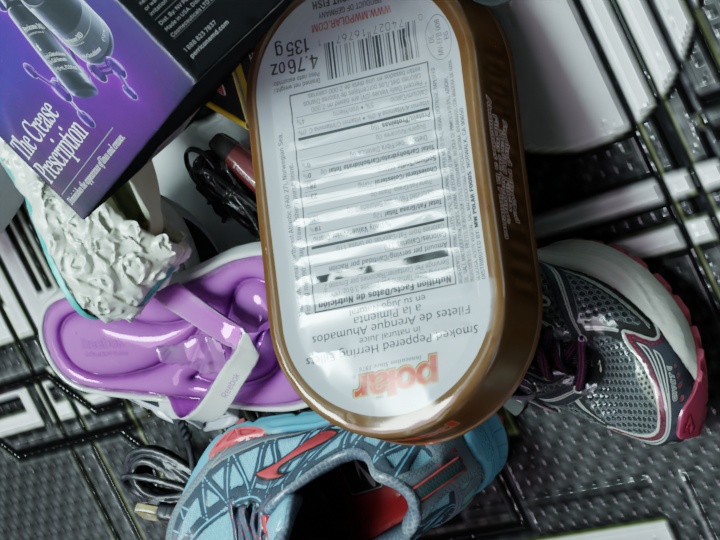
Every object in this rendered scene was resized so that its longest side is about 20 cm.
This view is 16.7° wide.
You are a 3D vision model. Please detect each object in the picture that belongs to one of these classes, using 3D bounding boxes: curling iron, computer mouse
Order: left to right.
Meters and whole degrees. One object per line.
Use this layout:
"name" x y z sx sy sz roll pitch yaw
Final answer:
"computer mouse" -0.084 0.042 1.208 0.109 0.044 0.201 8 121 33
"curling iron" 0.000 0.000 1.112 0.200 0.026 0.050 35 160 18

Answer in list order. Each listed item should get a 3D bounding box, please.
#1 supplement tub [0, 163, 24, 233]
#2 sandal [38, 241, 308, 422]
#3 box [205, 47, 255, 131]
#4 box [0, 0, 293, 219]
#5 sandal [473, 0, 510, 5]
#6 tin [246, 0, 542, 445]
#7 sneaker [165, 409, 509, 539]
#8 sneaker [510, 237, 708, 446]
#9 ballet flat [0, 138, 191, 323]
"supplement tub" -0.277 -0.086 1.248 0.200 0.140 0.140 47 139 14
"sandal" -0.078 0.038 1.137 0.202 0.050 0.083 -9 111 40
"box" -0.108 -0.170 1.045 0.159 0.049 0.200 33 154 30
"box" -0.116 -0.117 0.993 0.141 0.079 0.200 47 157 -2
"sandal" 0.003 -0.190 0.963 0.201 0.048 0.075 52 138 11
"tin" 0.010 -0.029 0.995 0.112 0.042 0.201 -13 78 29
"sneaker" -0.030 0.109 1.127 0.200 0.096 0.079 -29 100 37
"sneaker" 0.058 0.023 1.027 0.200 0.075 0.081 27 132 31
"ballet flat" -0.139 -0.072 1.119 0.200 0.072 0.072 59 141 5
